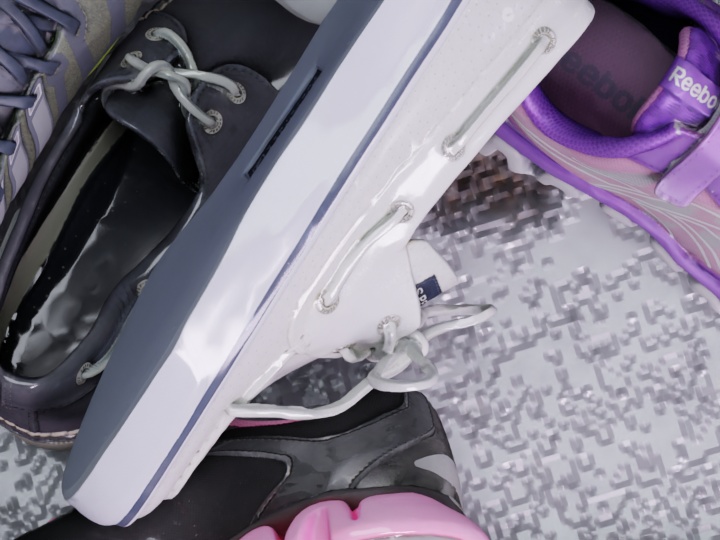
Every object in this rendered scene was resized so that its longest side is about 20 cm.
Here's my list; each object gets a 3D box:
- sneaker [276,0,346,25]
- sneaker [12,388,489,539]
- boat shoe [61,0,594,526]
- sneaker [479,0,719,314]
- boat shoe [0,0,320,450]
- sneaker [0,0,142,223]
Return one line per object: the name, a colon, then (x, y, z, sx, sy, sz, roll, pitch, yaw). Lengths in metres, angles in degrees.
sneaker: (-0.052, -0.144, 0.861, 0.073, 0.085, 0.200, -22, 71, -33)
sneaker: (-0.058, 0.085, 0.840, 0.200, 0.079, 0.095, -15, 45, 10)
boat shoe: (0.000, -0.002, 0.796, 0.086, 0.075, 0.202, 32, 95, -14)
sneaker: (0.110, -0.036, 0.835, 0.200, 0.088, 0.081, 29, 82, 6)
boat shoe: (-0.052, -0.038, 0.854, 0.073, 0.063, 0.200, 30, 82, 10)
sneaker: (-0.114, -0.042, 0.817, 0.074, 0.081, 0.200, 25, 112, -24)
